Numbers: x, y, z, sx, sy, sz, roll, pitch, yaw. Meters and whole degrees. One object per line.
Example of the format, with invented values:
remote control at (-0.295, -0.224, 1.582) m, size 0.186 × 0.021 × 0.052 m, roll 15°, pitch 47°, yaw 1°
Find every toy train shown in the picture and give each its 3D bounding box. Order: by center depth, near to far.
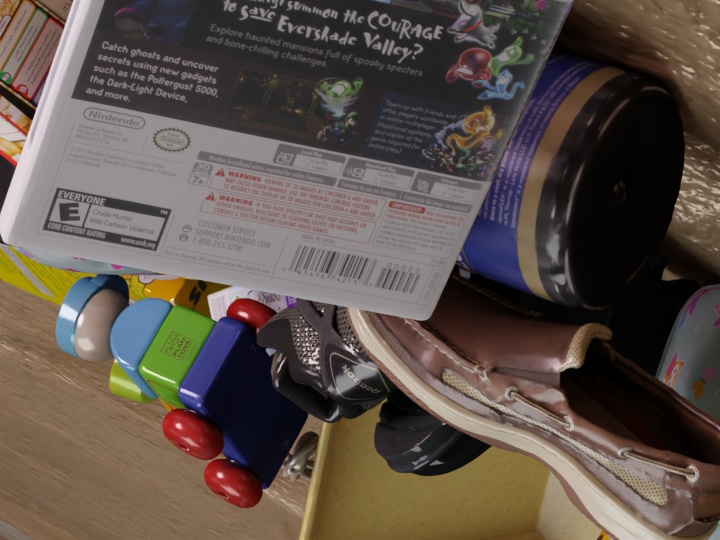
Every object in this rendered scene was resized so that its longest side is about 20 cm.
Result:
toy train at (-0.085, 0.071, 1.630) m, size 0.115 × 0.085 × 0.200 m, roll 23°, pitch 164°, yaw 25°

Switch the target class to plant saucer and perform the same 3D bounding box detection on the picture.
plant saucer at (0.052, 0.105, 1.651) m, size 0.199 × 0.201 × 0.048 m, roll -6°, pitch -144°, yaw -25°

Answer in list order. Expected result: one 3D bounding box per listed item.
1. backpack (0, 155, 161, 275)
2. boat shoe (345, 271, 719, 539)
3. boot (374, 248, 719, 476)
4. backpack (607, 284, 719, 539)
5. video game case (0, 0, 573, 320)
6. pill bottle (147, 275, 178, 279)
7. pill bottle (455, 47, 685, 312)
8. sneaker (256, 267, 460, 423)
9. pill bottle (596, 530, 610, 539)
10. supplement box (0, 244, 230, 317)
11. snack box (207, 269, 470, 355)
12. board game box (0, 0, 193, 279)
backpack at (-0.107, -0.060, 1.564) m, size 0.199 × 0.127 × 0.166 m, roll -1°, pitch -175°, yaw -41°
boat shoe at (0.089, 0.046, 1.376) m, size 0.202 × 0.075 × 0.075 m, roll 34°, pitch 132°, yaw 4°
boot at (0.111, 0.064, 1.537) m, size 0.163 × 0.199 × 0.073 m, roll 46°, pitch 152°, yaw -26°
backpack at (0.226, 0.093, 1.456) m, size 0.153 × 0.177 × 0.200 m, roll 33°, pitch 161°, yaw -30°
video game case at (-0.032, -0.069, 1.263) m, size 0.199 × 0.182 × 0.023 m, roll 11°, pitch -145°, yaw -19°
pill bottle at (-0.142, -0.064, 1.737) m, size 0.199 × 0.113 × 0.113 m, roll 21°, pitch 163°, yaw 28°
pill bottle at (0.042, -0.062, 1.408) m, size 0.199 × 0.112 × 0.112 m, roll 20°, pitch 163°, yaw 30°
sneaker at (0.000, 0.000, 1.523) m, size 0.076 × 0.200 × 0.114 m, roll 36°, pitch 121°, yaw -23°
pill bottle at (0.189, 0.154, 1.666) m, size 0.109 × 0.201 × 0.109 m, roll 27°, pitch 165°, yaw 8°
supplement box at (-0.150, -0.034, 1.856) m, size 0.199 × 0.109 × 0.110 m, roll 21°, pitch 163°, yaw 27°
snack box at (0.011, 0.013, 1.676) m, size 0.141 × 0.053 × 0.200 m, roll -13°, pitch 178°, yaw -20°
board game box at (-0.111, -0.114, 1.308) m, size 0.200 × 0.152 × 0.046 m, roll 41°, pitch 161°, yaw -34°
